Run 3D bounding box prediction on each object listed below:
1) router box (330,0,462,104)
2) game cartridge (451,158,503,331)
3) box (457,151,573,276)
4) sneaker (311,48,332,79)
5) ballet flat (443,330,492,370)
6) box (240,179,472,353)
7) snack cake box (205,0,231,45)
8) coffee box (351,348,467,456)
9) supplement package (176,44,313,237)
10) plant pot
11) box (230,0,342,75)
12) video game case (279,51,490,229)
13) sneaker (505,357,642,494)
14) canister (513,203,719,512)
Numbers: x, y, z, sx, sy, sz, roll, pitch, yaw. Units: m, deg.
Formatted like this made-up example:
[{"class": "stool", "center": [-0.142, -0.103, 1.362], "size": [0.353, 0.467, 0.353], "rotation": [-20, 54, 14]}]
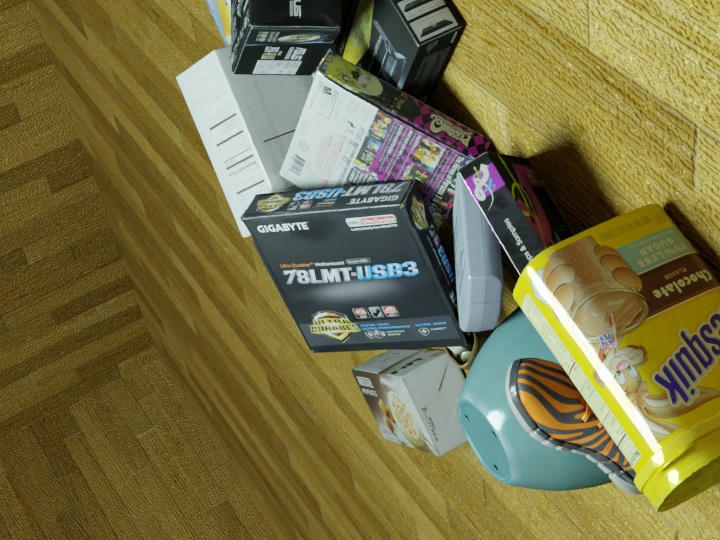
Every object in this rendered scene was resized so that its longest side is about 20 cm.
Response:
[{"class": "router box", "center": [0.020, -0.246, 1.287], "size": [0.157, 0.052, 0.200], "rotation": [60, 163, 11]}, {"class": "game cartridge", "center": [0.112, -0.012, 1.261], "size": [0.200, 0.040, 0.134], "rotation": [82, -172, -75]}, {"class": "box", "center": [0.165, -0.008, 1.125], "size": [0.200, 0.036, 0.143], "rotation": [61, -161, 8]}, {"class": "sneaker", "center": [-0.007, -0.191, 1.426], "size": [0.077, 0.078, 0.200], "rotation": [132, 120, -74]}, {"class": "ballet flat", "center": [0.082, 0.030, 1.470], "size": [0.068, 0.072, 0.200], "rotation": [-36, 79, 30]}, {"class": "box", "center": [0.000, 0.000, 1.387], "size": [0.200, 0.050, 0.199], "rotation": [-3, 131, 29]}, {"class": "snack cake box", "center": [-0.119, -0.284, 1.618], "size": [0.200, 0.067, 0.115], "rotation": [66, 164, -9]}, {"class": "coffee box", "center": [0.073, 0.165, 1.702], "size": [0.115, 0.080, 0.200], "rotation": [66, 163, -8]}, {"class": "supplement package", "center": [-0.105, -0.155, 1.475], "size": [0.109, 0.114, 0.200], "rotation": [-17, 96, 58]}, {"class": "plant pot", "center": [0.174, 0.134, 1.265], "size": [0.200, 0.135, 0.200], "rotation": [54, 162, 27]}, {"class": "box", "center": [-0.076, -0.287, 1.254], "size": [0.200, 0.086, 0.164], "rotation": [156, 113, -79]}, {"class": "video game case", "center": [0.019, -0.114, 1.329], "size": [0.181, 0.036, 0.200], "rotation": [29, 150, 1]}, {"class": "sneaker", "center": [0.223, 0.120, 1.113], "size": [0.200, 0.078, 0.112], "rotation": [30, 145, -26]}, {"class": "canister", "center": [0.225, 0.059, 0.981], "size": [0.200, 0.148, 0.087], "rotation": [57, 157, 25]}]
